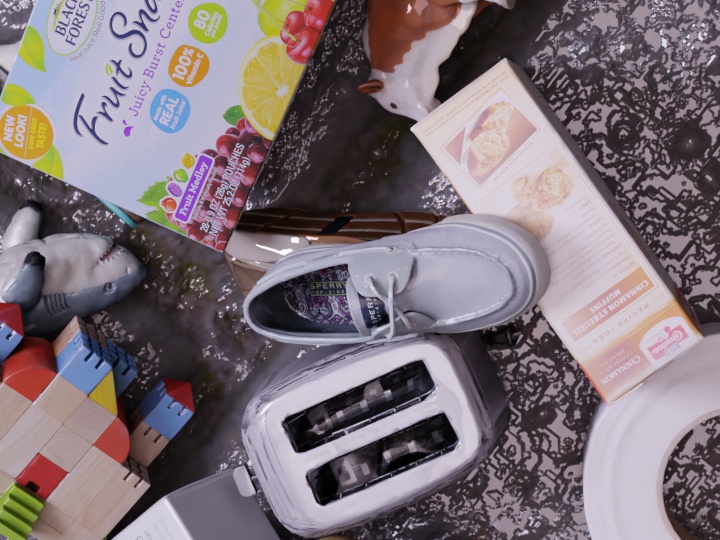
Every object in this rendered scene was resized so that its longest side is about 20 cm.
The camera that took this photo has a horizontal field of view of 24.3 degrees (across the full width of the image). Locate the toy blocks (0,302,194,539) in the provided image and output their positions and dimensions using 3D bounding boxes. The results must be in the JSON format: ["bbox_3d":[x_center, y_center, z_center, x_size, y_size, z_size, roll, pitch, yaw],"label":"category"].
[{"bbox_3d":[-0.202,0.095,1.100,0.200,0.100,0.137,38,98,-24],"label":"toy blocks"}]

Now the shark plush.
[{"bbox_3d":[-0.239,0.049,1.138,0.083,0.091,0.200,38,92,-28],"label":"shark plush"}]

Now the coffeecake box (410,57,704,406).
[{"bbox_3d":[0.125,-0.028,1.038,0.073,0.153,0.201,-36,89,10],"label":"coffeecake box"}]

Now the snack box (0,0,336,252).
[{"bbox_3d":[-0.119,-0.138,1.034,0.168,0.068,0.201,25,110,-5],"label":"snack box"}]

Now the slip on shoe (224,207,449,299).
[{"bbox_3d":[0.000,0.000,1.081,0.199,0.076,0.061,4,111,26],"label":"slip on shoe"}]

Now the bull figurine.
[{"bbox_3d":[0.049,-0.196,1.063,0.121,0.065,0.202,-8,81,32],"label":"bull figurine"}]

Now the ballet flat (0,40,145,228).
[{"bbox_3d":[-0.208,-0.110,1.126,0.199,0.068,0.069,36,88,-6],"label":"ballet flat"}]

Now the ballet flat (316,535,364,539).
[{"bbox_3d":[0.007,0.200,1.067,0.199,0.063,0.069,16,108,-38],"label":"ballet flat"}]

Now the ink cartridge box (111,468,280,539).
[{"bbox_3d":[-0.129,0.247,1.087,0.200,0.083,0.146,-40,78,28],"label":"ink cartridge box"}]

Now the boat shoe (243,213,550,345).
[{"bbox_3d":[0.016,0.016,0.986,0.200,0.071,0.070,-6,110,38],"label":"boat shoe"}]

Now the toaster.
[{"bbox_3d":[0.015,0.095,1.074,0.199,0.129,0.114,-23,91,8],"label":"toaster"}]

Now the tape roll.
[{"bbox_3d":[0.243,0.136,1.076,0.201,0.071,0.204,0,93,7],"label":"tape roll"}]
